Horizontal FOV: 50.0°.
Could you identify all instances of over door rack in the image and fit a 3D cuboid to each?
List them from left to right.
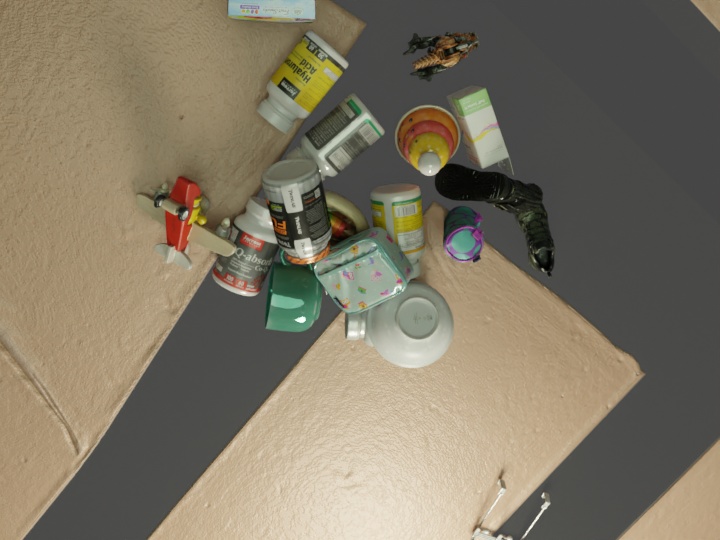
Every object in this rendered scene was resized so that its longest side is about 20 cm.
[{"bbox_3d":[0.393,0.661,2.015,0.147,0.067,0.200,20,104,-12],"label":"over door rack"}]

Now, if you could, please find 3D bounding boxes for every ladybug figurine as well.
[{"bbox_3d":[-0.067,-0.115,1.725,0.200,0.072,0.136,35,116,-17],"label":"ladybug figurine"}]

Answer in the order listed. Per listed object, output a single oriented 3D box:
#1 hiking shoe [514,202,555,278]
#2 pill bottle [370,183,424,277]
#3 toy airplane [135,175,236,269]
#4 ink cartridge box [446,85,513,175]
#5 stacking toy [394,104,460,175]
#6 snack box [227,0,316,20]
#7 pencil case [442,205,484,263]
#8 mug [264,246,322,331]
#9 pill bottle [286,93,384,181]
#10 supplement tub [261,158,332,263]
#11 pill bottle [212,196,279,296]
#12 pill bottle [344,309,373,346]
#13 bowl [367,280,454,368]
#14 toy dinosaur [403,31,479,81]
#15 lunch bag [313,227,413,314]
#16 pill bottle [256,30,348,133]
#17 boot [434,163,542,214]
[{"bbox_3d":[0.414,-0.084,1.779,0.076,0.101,0.200,-21,108,0],"label":"hiking shoe"},{"bbox_3d":[0.086,-0.086,1.729,0.112,0.113,0.201,-8,107,-4],"label":"pill bottle"},{"bbox_3d":[-0.377,-0.105,1.675,0.199,0.141,0.200,-14,116,40],"label":"toy airplane"},{"bbox_3d":[0.262,-0.297,1.689,0.067,0.117,0.200,-23,107,0],"label":"ink cartridge box"},{"bbox_3d":[0.146,-0.258,1.638,0.146,0.200,0.147,1,118,1],"label":"stacking toy"},{"bbox_3d":[-0.174,-0.528,1.527,0.168,0.200,0.068,1,107,-6],"label":"snack box"},{"bbox_3d":[0.229,-0.082,1.708,0.092,0.200,0.085,-24,104,12],"label":"pencil case"},{"bbox_3d":[-0.146,0.051,1.724,0.114,0.152,0.185,8,135,-11],"label":"mug"},{"bbox_3d":[-0.056,-0.276,1.663,0.200,0.113,0.113,-39,107,6],"label":"pill bottle"},{"bbox_3d":[-0.128,-0.122,1.608,0.122,0.123,0.200,-13,122,-2],"label":"supplement tub"},{"bbox_3d":[-0.241,-0.055,1.709,0.116,0.116,0.200,22,103,-12],"label":"pill bottle"},{"bbox_3d":[0.066,0.123,1.798,0.199,0.113,0.113,2,107,-6],"label":"pill bottle"},{"bbox_3d":[0.118,0.112,1.703,0.200,0.090,0.202,1,79,-6],"label":"bowl"},{"bbox_3d":[0.168,-0.462,1.615,0.200,0.135,0.103,-8,94,-47],"label":"toy dinosaur"},{"bbox_3d":[0.000,0.000,1.683,0.200,0.077,0.161,-25,111,34],"label":"lunch bag"},{"bbox_3d":[-0.126,-0.391,1.621,0.111,0.111,0.200,37,100,-15],"label":"pill bottle"},{"bbox_3d":[0.286,-0.180,1.733,0.158,0.211,0.080,7,99,-46],"label":"boot"}]
